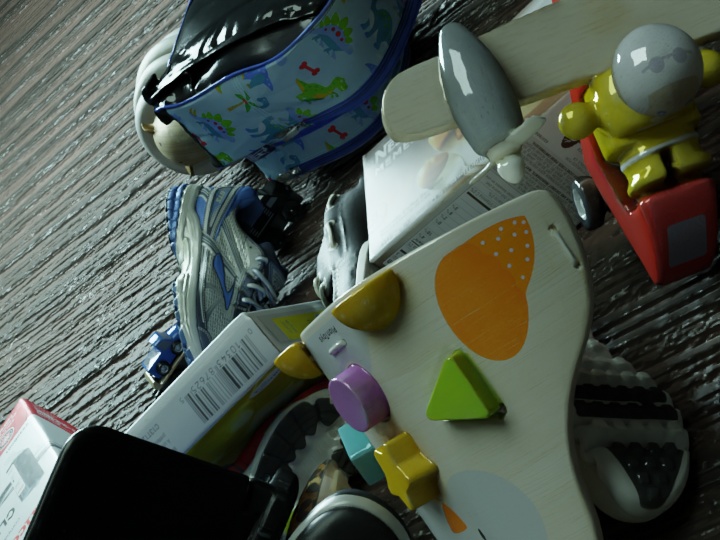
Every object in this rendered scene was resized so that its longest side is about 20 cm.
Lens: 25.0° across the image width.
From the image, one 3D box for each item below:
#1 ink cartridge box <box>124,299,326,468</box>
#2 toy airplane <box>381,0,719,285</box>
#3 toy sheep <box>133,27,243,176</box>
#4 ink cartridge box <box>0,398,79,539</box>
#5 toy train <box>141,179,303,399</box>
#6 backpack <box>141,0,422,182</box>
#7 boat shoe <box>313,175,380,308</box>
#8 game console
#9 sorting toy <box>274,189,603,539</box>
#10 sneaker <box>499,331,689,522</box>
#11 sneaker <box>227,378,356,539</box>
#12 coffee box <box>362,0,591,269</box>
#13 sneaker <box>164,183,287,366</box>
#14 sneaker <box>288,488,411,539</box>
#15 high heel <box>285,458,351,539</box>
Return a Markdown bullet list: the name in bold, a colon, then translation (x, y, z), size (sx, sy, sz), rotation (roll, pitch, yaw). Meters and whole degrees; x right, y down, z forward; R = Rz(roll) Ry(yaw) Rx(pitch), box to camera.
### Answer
- **ink cartridge box**: translation (-0.085, 0.098, 1.077), size (0.198, 0.047, 0.200), rotation (-47, -17, 18)
- **toy airplane**: translation (0.136, -0.115, 0.829), size (0.201, 0.198, 0.141), rotation (-62, 9, 3)
- **toy sheep**: translation (-0.135, -0.158, 1.439), size (0.138, 0.138, 0.200), rotation (-39, 16, 30)
- **ink cartridge box**: translation (-0.254, 0.206, 1.267), size (0.145, 0.084, 0.200), rotation (-56, 27, -2)
- **toy train**: translation (-0.114, 0.014, 1.293), size (0.201, 0.046, 0.034), rotation (-57, 26, -2)
- **backpack**: translation (-0.043, -0.178, 1.277), size (0.199, 0.147, 0.184), rotation (-20, 42, 42)
- **boat shoe**: translation (0.000, 0.000, 1.062), size (0.060, 0.074, 0.201), rotation (-20, 32, 17)
- **game console**: translation (-0.122, 0.186, 0.858), size (0.176, 0.116, 0.201), rotation (68, -134, -89)
- **sorting toy**: translation (0.053, 0.087, 0.798), size (0.106, 0.181, 0.200), rotation (-22, -9, -25)
- **sneaker**: translation (0.105, 0.076, 0.846), size (0.200, 0.075, 0.082), rotation (-122, 47, -57)
- **sneaker**: translation (-0.064, 0.151, 1.049), size (0.200, 0.077, 0.085), rotation (-46, 9, 10)
- **coffee box**: translation (0.097, -0.078, 1.006), size (0.200, 0.080, 0.115), rotation (-40, 30, 28)
- **sneaker**: translation (-0.096, 0.015, 1.218), size (0.084, 0.077, 0.201), rotation (-10, 62, 0)
- **sneaker**: translation (-0.028, 0.209, 0.805), size (0.083, 0.071, 0.201), rotation (-85, 19, -81)
- **high heel**: translation (-0.055, 0.214, 0.934), size (0.142, 0.071, 0.201), rotation (-30, 45, 31)
